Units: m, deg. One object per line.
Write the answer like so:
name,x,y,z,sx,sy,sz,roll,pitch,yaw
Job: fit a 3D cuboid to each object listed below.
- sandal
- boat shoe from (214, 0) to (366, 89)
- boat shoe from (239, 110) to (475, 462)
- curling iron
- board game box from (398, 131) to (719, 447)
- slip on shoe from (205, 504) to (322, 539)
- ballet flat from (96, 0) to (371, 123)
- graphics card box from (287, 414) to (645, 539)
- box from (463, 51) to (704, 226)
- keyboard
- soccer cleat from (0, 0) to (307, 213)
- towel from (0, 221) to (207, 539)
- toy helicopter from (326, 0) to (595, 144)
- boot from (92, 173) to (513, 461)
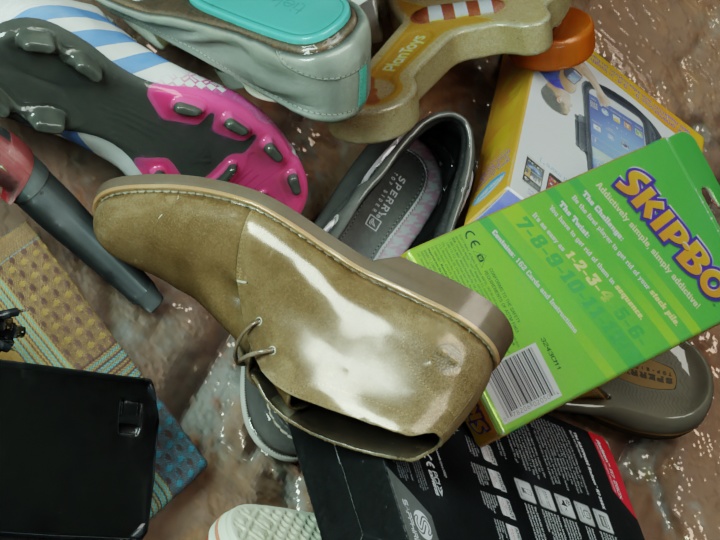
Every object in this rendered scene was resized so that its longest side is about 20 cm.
sandal,0.104,0.043,1.288,0.200,0.055,0.082,14,62,-25
boat shoe,-0.002,-0.170,1.234,0.062,0.200,0.073,51,4,-20
boat shoe,0.000,0.000,1.223,0.067,0.057,0.200,33,57,-10
curling iron,-0.155,-0.038,1.122,0.200,0.026,0.050,46,23,-40
board game box,0.110,0.004,1.214,0.200,0.030,0.096,-24,84,-35
slip on shoe,-0.004,0.155,1.160,0.200,0.061,0.074,18,32,-44
ballet flat,-0.076,-0.121,1.182,0.200,0.064,0.067,29,57,31
graphics card box,0.057,0.114,1.178,0.200,0.051,0.126,24,37,-44
box,0.118,-0.040,1.309,0.119,0.041,0.200,36,32,-15
keyboard,-0.177,0.060,1.069,0.200,0.040,0.104,10,86,-35
soccer cleat,-0.106,-0.083,1.184,0.200,0.070,0.086,30,22,-37
towel,-0.171,0.082,1.090,0.147,0.022,0.200,54,47,-4
toy helicopter,0.029,-0.120,1.270,0.200,0.132,0.079,-49,142,-49
boot,-0.039,0.018,1.106,0.200,0.074,0.076,22,66,16
